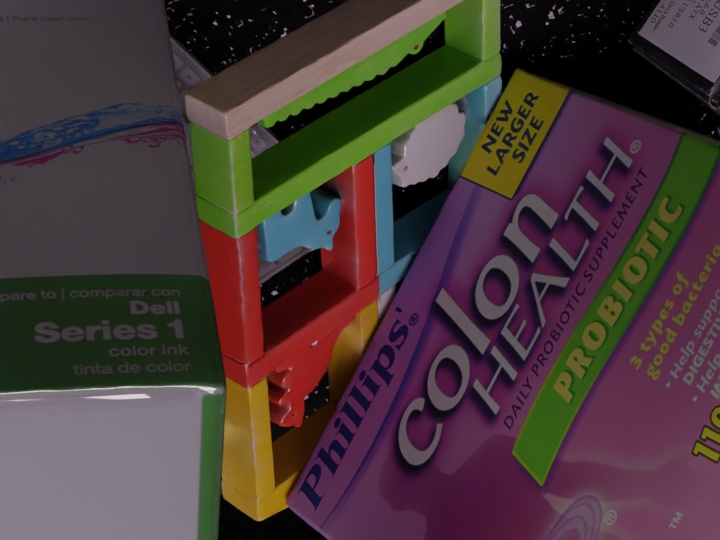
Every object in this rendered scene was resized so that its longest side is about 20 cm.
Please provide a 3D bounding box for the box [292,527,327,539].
[{"bbox_3d":[0.064,0.156,0.879,0.193,0.048,0.200,-34,126,16],"label":"box"}]

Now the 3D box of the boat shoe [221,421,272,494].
[{"bbox_3d":[-0.113,0.090,0.776,0.200,0.068,0.072,-37,125,15],"label":"boat shoe"}]

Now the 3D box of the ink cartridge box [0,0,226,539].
[{"bbox_3d":[-0.094,0.022,0.642,0.084,0.200,0.145,-2,130,-10],"label":"ink cartridge box"}]

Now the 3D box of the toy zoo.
[{"bbox_3d":[0.000,0.000,0.719,0.131,0.020,0.201,-33,136,-35],"label":"toy zoo"}]

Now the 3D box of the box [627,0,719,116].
[{"bbox_3d":[0.207,-0.105,0.663,0.200,0.050,0.199,28,103,-44],"label":"box"}]

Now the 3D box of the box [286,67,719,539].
[{"bbox_3d":[0.097,0.051,0.671,0.096,0.200,0.176,27,92,-37],"label":"box"}]

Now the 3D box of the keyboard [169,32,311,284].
[{"bbox_3d":[-0.083,-0.062,0.707,0.056,0.011,0.200,-37,125,15],"label":"keyboard"}]
